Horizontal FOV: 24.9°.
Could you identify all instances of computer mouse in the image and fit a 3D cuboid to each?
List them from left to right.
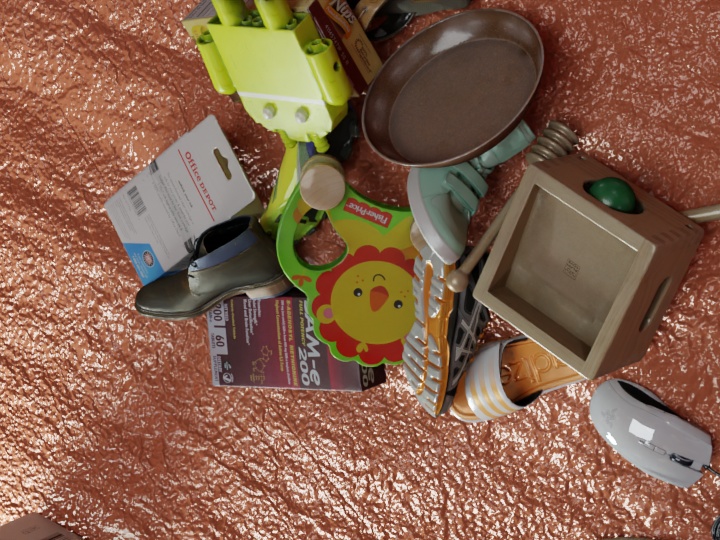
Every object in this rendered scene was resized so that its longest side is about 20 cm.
[{"bbox_3d":[0.311,0.183,1.633,0.200,0.044,0.110,31,115,21],"label":"computer mouse"}]

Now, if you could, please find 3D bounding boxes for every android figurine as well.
[{"bbox_3d":[-0.085,-0.205,1.669,0.182,0.041,0.200,12,138,37],"label":"android figurine"}]

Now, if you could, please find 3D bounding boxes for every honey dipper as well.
[{"bbox_3d":[0.149,-0.060,1.623,0.038,0.038,0.200,32,81,21],"label":"honey dipper"}]

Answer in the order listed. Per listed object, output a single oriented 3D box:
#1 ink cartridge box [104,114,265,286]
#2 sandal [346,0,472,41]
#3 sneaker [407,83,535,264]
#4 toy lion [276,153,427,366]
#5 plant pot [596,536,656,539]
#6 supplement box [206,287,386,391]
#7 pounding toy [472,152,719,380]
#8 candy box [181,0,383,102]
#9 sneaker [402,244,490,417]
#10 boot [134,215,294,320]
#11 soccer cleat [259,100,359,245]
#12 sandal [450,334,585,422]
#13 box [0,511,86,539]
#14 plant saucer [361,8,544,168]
[{"bbox_3d":[-0.187,-0.081,1.848,0.200,0.068,0.116,-35,77,33],"label":"ink cartridge box"},{"bbox_3d":[0.024,-0.266,1.688,0.200,0.082,0.055,-3,76,23],"label":"sandal"},{"bbox_3d":[0.114,-0.103,1.623,0.118,0.074,0.201,-21,45,27],"label":"sneaker"},{"bbox_3d":[0.000,0.000,1.715,0.200,0.069,0.192,23,103,-8],"label":"toy lion"},{"bbox_3d":[0.261,0.394,1.637,0.200,0.200,0.174,-3,116,31],"label":"plant pot"},{"bbox_3d":[-0.074,0.076,1.826,0.200,0.061,0.109,-1,99,29],"label":"supplement box"},{"bbox_3d":[0.250,-0.020,1.591,0.184,0.142,0.200,36,120,27],"label":"pounding toy"},{"bbox_3d":[-0.084,-0.239,1.715,0.200,0.055,0.116,3,135,45],"label":"candy box"},{"bbox_3d":[0.096,0.063,1.685,0.078,0.077,0.200,44,135,48],"label":"sneaker"},{"bbox_3d":[-0.176,-0.008,1.804,0.200,0.075,0.097,-14,133,17],"label":"boot"},{"bbox_3d":[-0.062,-0.112,1.792,0.200,0.065,0.084,-61,40,29],"label":"soccer cleat"},{"bbox_3d":[0.165,0.103,1.692,0.206,0.059,0.079,-25,87,32],"label":"sandal"},{"bbox_3d":[-0.403,0.418,2.003,0.199,0.200,0.131,22,110,24],"label":"box"},{"bbox_3d":[0.096,-0.175,1.621,0.200,0.034,0.200,-20,47,22],"label":"plant saucer"}]
